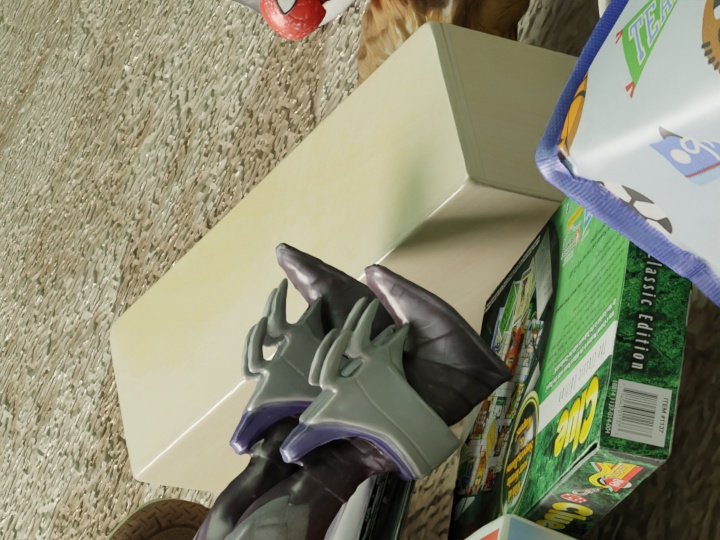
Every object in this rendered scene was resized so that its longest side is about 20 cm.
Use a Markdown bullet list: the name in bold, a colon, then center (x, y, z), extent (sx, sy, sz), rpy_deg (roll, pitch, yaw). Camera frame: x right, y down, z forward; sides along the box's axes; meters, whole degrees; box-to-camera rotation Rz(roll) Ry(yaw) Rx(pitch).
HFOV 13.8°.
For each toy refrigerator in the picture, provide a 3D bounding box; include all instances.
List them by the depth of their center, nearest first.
- **toy refrigerator**: center (0.000, 0.000, 1.005), extent (0.200, 0.076, 0.070), rpy_deg (-42, 49, 42)

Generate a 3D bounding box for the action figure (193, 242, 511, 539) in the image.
- **action figure**: center (-0.041, 0.091, 0.880), extent (0.200, 0.069, 0.130), rpy_deg (-58, 15, -12)

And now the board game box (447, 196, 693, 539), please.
- **board game box**: center (0.059, 0.029, 0.857), extent (0.200, 0.023, 0.105), rpy_deg (122, 162, -70)

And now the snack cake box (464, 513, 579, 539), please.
- **snack cake box**: center (0.024, 0.181, 0.809), extent (0.115, 0.067, 0.200), rpy_deg (-41, 33, 51)

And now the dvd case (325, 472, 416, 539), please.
- **dvd case**: center (-0.023, 0.151, 0.966), extent (0.149, 0.016, 0.200), rpy_deg (125, 163, -71)

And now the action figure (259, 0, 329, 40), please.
- **action figure**: center (0.008, -0.176, 1.013), extent (0.200, 0.099, 0.065), rpy_deg (-58, 18, 3)

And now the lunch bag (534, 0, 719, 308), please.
- **lunch bag**: center (0.153, -0.098, 0.733), extent (0.170, 0.124, 0.200), rpy_deg (-27, 28, 58)

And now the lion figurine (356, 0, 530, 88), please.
- **lion figurine**: center (0.059, -0.125, 1.027), extent (0.200, 0.072, 0.123), rpy_deg (-61, 7, 33)

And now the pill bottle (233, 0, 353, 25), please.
- **pill bottle**: center (-0.083, -0.191, 1.259), extent (0.116, 0.200, 0.116), rpy_deg (-49, 26, 36)

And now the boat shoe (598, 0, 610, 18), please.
- **boat shoe**: center (0.106, -0.080, 0.882), extent (0.071, 0.070, 0.200), rpy_deg (-54, 25, 27)

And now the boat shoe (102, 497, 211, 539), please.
- **boat shoe**: center (-0.103, 0.180, 1.102), extent (0.202, 0.075, 0.075), rpy_deg (-69, 16, -7)
